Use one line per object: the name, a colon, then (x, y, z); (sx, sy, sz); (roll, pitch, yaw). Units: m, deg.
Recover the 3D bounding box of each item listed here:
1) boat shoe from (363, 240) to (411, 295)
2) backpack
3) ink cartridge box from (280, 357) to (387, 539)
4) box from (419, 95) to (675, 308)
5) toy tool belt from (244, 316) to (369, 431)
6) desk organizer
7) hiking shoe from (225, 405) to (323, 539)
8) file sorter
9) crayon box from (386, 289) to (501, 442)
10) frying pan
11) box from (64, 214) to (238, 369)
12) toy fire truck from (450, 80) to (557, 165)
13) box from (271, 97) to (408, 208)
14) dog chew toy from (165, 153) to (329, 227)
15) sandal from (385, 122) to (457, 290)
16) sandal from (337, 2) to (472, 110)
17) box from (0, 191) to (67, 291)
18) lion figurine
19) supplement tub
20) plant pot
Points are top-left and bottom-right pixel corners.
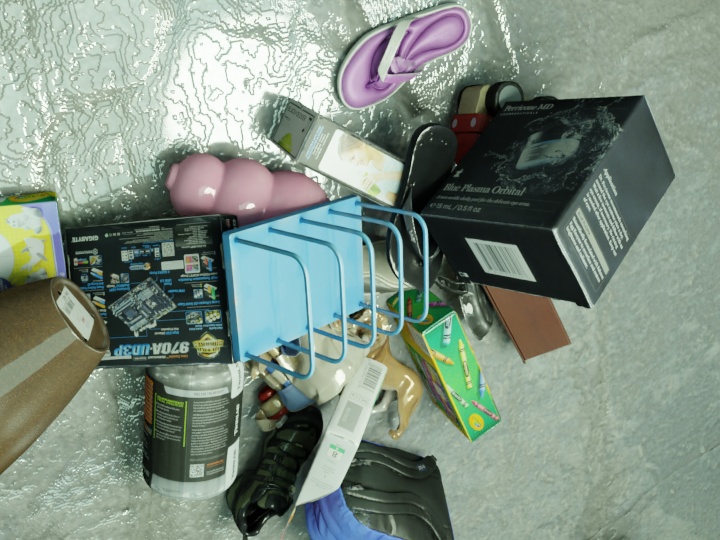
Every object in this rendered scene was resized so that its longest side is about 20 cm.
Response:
boat shoe: (0.000, 0.000, 1.045); (0.196, 0.057, 0.068); (0, 73, -27)
backpack: (0.011, 0.345, 1.100); (0.198, 0.164, 0.168); (28, 119, -32)
ink cartridge box: (-0.033, 0.232, 0.997); (0.049, 0.161, 0.203); (22, 120, 3)
box: (0.206, -0.084, 0.872); (0.201, 0.195, 0.118); (-51, 124, -21)
toy tool belt: (-0.091, 0.109, 1.000); (0.123, 0.199, 0.125); (50, 40, -7)
desk organizer: (0.229, 0.033, 1.109); (0.076, 0.072, 0.201); (-21, 127, 17)
hiking shoe: (-0.105, 0.278, 1.052); (0.075, 0.101, 0.202); (26, 105, -30)
file sorter: (-0.029, 0.014, 0.841); (0.198, 0.121, 0.142); (-21, 117, -45)
crayon box: (0.117, 0.127, 1.096); (0.058, 0.119, 0.202); (-31, 118, -10)
frying pan: (0.144, 0.018, 1.067); (0.030, 0.117, 0.191); (-14, 139, 21)
box: (-0.228, 0.025, 0.871); (0.196, 0.046, 0.163); (-4, 93, 15)
toy fire truck: (0.192, -0.133, 1.051); (0.173, 0.128, 0.204); (12, 93, -26)
box: (-0.001, -0.131, 0.957); (0.198, 0.117, 0.061); (24, 100, -30)
dog chew toy: (-0.133, -0.074, 0.922); (0.197, 0.125, 0.126); (21, 99, -19)
sandal: (0.074, -0.069, 0.923); (0.075, 0.043, 0.204); (-4, 112, -22)
sandal: (0.057, -0.272, 0.969); (0.201, 0.050, 0.083); (-36, 118, -8)
box: (-0.427, -0.016, 0.851); (0.196, 0.048, 0.120); (-8, 111, -19)
lion figurine: (0.033, 0.144, 1.097); (0.123, 0.072, 0.200); (-47, 125, 0)
supplement tub: (-0.206, 0.167, 0.967); (0.120, 0.122, 0.204); (0, 109, -23)
plant pot: (-0.371, 0.100, 0.815); (0.198, 0.188, 0.188); (-33, 118, 4)
